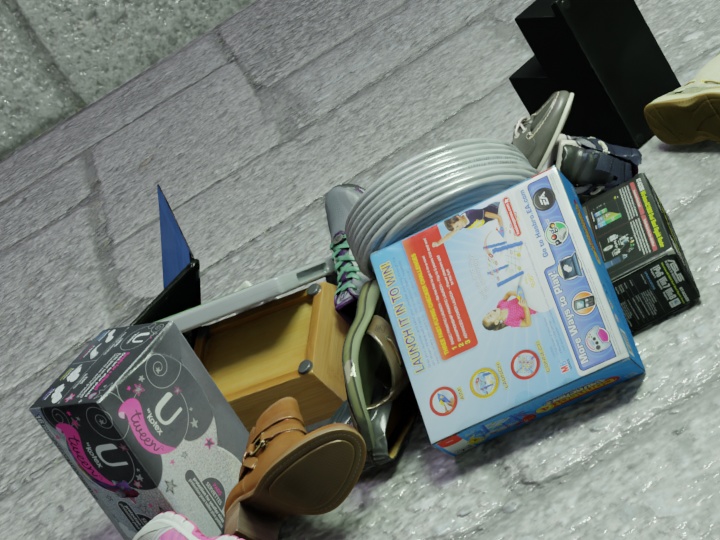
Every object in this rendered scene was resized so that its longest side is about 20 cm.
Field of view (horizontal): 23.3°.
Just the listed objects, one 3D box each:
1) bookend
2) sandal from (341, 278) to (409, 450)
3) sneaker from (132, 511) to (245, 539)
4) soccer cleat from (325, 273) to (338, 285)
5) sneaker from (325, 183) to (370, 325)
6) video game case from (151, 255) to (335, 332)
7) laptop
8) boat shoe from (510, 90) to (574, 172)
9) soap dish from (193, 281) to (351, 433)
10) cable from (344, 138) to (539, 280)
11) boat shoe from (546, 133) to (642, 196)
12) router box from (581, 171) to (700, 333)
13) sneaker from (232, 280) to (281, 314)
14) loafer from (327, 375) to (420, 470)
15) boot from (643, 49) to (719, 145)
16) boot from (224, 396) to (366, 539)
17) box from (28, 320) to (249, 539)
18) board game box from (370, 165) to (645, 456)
[{"bbox_3d":[0.246,-0.249,2.020,0.092,0.199,0.200,-42,22,-19],"label":"bookend"},{"bbox_3d":[0.020,0.079,1.626,0.057,0.080,0.201,0,43,13],"label":"sandal"},{"bbox_3d":[-0.162,0.280,1.575,0.088,0.081,0.200,-41,22,-28],"label":"sneaker"},{"bbox_3d":[0.028,-0.007,1.922,0.086,0.070,0.200,-11,-2,-26],"label":"soccer cleat"},{"bbox_3d":[0.000,0.000,1.799,0.087,0.200,0.074,-8,-22,-47],"label":"sneaker"},{"bbox_3d":[-0.136,0.034,1.870,0.200,0.022,0.182,-21,0,22],"label":"video game case"},{"bbox_3d":[-0.246,0.044,2.028,0.116,0.188,0.200,26,52,20],"label":"laptop"},{"bbox_3d":[0.166,-0.117,1.895,0.200,0.057,0.067,-63,2,31],"label":"boat shoe"},{"bbox_3d":[-0.093,0.104,1.823,0.200,0.081,0.158,-20,40,25],"label":"soap dish"},{"bbox_3d":[0.084,-0.056,1.701,0.200,0.069,0.200,0,-32,-45],"label":"cable"},{"bbox_3d":[0.253,-0.108,1.903,0.092,0.075,0.200,8,7,1],"label":"boat shoe"},{"bbox_3d":[0.234,-0.004,1.682,0.150,0.062,0.200,-28,21,13],"label":"router box"},{"bbox_3d":[-0.099,0.064,1.971,0.070,0.080,0.200,-36,23,-17],"label":"sneaker"},{"bbox_3d":[0.042,0.117,1.683,0.072,0.073,0.200,0,46,39],"label":"loafer"},{"bbox_3d":[0.416,-0.197,1.855,0.155,0.072,0.200,-38,21,-23],"label":"boot"},{"bbox_3d":[-0.064,0.169,1.621,0.200,0.074,0.155,-44,21,29],"label":"boot"},{"bbox_3d":[-0.202,0.168,1.710,0.115,0.200,0.132,-11,30,43],"label":"box"},{"bbox_3d":[0.130,0.038,1.581,0.195,0.056,0.200,-25,64,16],"label":"board game box"}]
